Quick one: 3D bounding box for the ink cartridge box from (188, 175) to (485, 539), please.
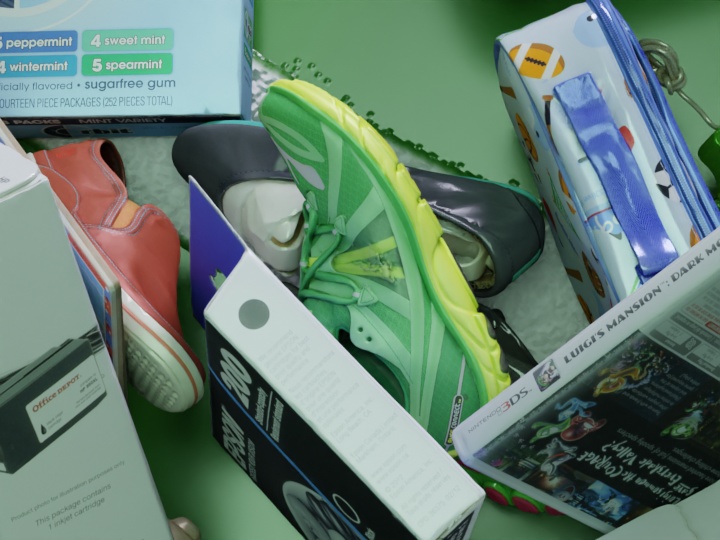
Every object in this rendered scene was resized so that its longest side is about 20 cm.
[{"bbox_3d":[-0.029,0.071,1.198,0.043,0.198,0.200,-39,76,-15],"label":"ink cartridge box"}]

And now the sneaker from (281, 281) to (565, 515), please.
[{"bbox_3d":[0.036,0.053,1.268,0.200,0.077,0.084,24,67,5],"label":"sneaker"}]

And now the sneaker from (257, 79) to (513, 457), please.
[{"bbox_3d":[0.000,0.000,1.196,0.084,0.074,0.200,-28,85,-4],"label":"sneaker"}]

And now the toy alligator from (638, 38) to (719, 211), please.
[{"bbox_3d":[0.201,-0.033,1.254,0.200,0.059,0.054,39,67,1],"label":"toy alligator"}]

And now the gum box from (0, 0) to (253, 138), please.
[{"bbox_3d":[-0.141,-0.170,1.340,0.170,0.045,0.200,-1,78,5],"label":"gum box"}]

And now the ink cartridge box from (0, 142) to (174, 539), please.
[{"bbox_3d":[-0.178,0.039,1.183,0.084,0.145,0.200,-27,118,-22],"label":"ink cartridge box"}]

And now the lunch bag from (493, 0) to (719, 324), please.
[{"bbox_3d":[0.132,-0.027,1.223,0.076,0.160,0.200,-24,76,0],"label":"lunch bag"}]

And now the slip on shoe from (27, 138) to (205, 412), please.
[{"bbox_3d":[-0.116,-0.004,1.254,0.061,0.074,0.200,-27,40,-8],"label":"slip on shoe"}]

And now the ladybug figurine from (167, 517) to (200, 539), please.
[{"bbox_3d":[-0.147,0.200,1.245,0.200,0.072,0.136,-44,77,-5],"label":"ladybug figurine"}]

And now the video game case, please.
[{"bbox_3d":[0.166,0.057,1.161,0.182,0.200,0.023,-39,51,19],"label":"video game case"}]

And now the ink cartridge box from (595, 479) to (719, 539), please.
[{"bbox_3d":[0.156,0.222,1.141,0.145,0.147,0.200,-27,98,2],"label":"ink cartridge box"}]

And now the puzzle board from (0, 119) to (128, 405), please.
[{"bbox_3d":[-0.171,-0.019,1.237,0.017,0.151,0.200,-29,62,-20],"label":"puzzle board"}]

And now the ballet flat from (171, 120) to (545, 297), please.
[{"bbox_3d":[-0.009,-0.026,1.272,0.200,0.073,0.073,13,79,12],"label":"ballet flat"}]
